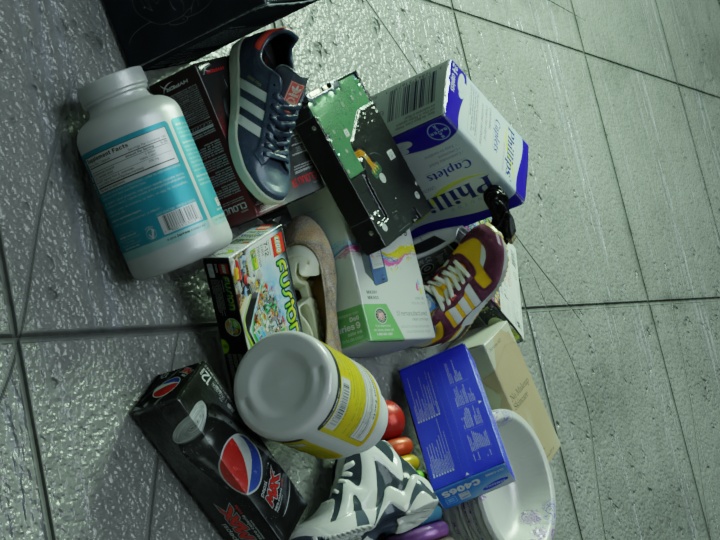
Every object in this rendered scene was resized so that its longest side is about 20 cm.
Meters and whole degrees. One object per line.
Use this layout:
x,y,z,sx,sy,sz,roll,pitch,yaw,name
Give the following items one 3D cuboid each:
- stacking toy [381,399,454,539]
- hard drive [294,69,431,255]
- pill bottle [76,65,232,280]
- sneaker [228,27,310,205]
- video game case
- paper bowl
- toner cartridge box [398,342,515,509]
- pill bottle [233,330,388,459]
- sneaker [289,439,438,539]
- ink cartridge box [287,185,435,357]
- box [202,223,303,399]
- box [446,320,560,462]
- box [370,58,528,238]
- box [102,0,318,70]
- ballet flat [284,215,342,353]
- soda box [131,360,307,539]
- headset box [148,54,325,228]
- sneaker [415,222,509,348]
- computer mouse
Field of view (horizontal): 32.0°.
0.046,0.252,1.501,0.085,0.085,0.200,-1,69,-55,stacking toy
-0.001,-0.131,1.501,0.200,0.038,0.140,61,33,-8,hard drive
-0.213,-0.099,1.259,0.111,0.111,0.200,-29,99,-56,pill bottle
-0.092,-0.173,1.354,0.075,0.084,0.200,12,65,-52,sneaker
0.172,-0.016,1.805,0.181,0.036,0.200,47,29,-33,video game case
0.162,0.286,1.619,0.201,0.104,0.201,30,51,-45,paper bowl
0.116,0.188,1.544,0.200,0.095,0.043,-105,167,-46,toner cartridge box
-0.042,0.138,1.314,0.200,0.111,0.111,39,43,-62,pill bottle
-0.022,0.246,1.411,0.199,0.080,0.130,-18,57,-29,sneaker
0.000,0.000,1.539,0.145,0.087,0.200,4,69,-54,ink cartridge box
-0.107,0.061,1.354,0.110,0.035,0.200,-39,123,-55,box
0.193,0.182,1.737,0.095,0.078,0.200,-40,108,-55,box
0.095,-0.150,1.658,0.200,0.184,0.105,40,42,-38,box
-0.178,-0.345,1.349,0.124,0.196,0.200,-26,97,-56,box
-0.061,0.030,1.450,0.067,0.068,0.200,7,68,-63,ballet flat
-0.139,0.191,1.263,0.200,0.071,0.063,57,37,-21,soda box
-0.133,-0.140,1.425,0.149,0.077,0.200,-28,97,-56,headset box
0.118,0.026,1.609,0.090,0.200,0.075,-13,49,-41,sneaker
0.108,-0.034,1.644,0.044,0.200,0.110,62,-2,36,computer mouse
